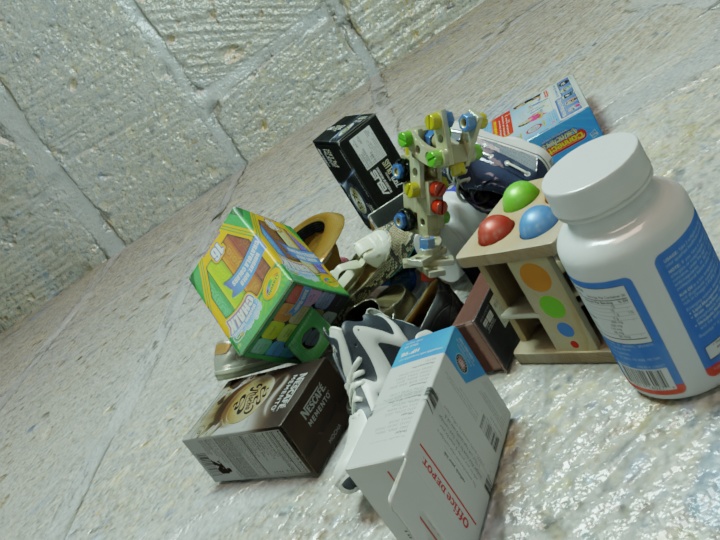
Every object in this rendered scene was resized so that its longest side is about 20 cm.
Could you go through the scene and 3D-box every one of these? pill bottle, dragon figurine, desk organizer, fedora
[{"bbox_3d":[0.166,-0.081,1.019,0.200,0.113,0.111,-44,21,-22],"label":"pill bottle"},{"bbox_3d":[0.048,0.004,1.103,0.198,0.059,0.100,-33,19,5],"label":"dragon figurine"},{"bbox_3d":[0.229,-0.005,0.609,0.111,0.202,0.113,-29,20,12],"label":"pill bottle"},{"bbox_3d":[0.151,0.028,0.862,0.076,0.072,0.201,-20,25,42],"label":"desk organizer"},{"bbox_3d":[-0.081,0.001,1.140,0.199,0.082,0.202,-33,27,19],"label":"fedora"}]

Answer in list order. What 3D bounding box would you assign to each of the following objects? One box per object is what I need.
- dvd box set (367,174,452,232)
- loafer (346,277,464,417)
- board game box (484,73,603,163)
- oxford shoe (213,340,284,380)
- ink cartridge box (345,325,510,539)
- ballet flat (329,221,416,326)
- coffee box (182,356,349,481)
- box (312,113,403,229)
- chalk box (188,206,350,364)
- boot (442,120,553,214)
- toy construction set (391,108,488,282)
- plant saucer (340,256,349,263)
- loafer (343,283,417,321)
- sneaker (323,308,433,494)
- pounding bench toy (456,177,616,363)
[{"bbox_3d":[0.083,-0.088,1.145,0.145,0.030,0.200,-32,-10,-2],"label":"dvd box set"},{"bbox_3d":[0.048,0.094,0.878,0.200,0.073,0.072,-46,23,-24],"label":"loafer"},{"bbox_3d":[0.286,-0.226,1.234,0.193,0.056,0.201,-28,21,21],"label":"board game box"},{"bbox_3d":[-0.124,0.106,1.057,0.197,0.059,0.074,-10,-5,-45],"label":"oxford shoe"},{"bbox_3d":[0.059,0.161,0.644,0.066,0.117,0.201,-20,24,35],"label":"ink cartridge box"},{"bbox_3d":[0.000,0.000,1.039,0.200,0.075,0.068,-48,48,22],"label":"ballet flat"},{"bbox_3d":[-0.113,0.187,0.922,0.198,0.081,0.114,-18,25,41],"label":"coffee box"},{"bbox_3d":[0.018,-0.171,1.337,0.086,0.202,0.163,-37,20,-9],"label":"box"},{"bbox_3d":[-0.109,0.036,0.970,0.126,0.123,0.200,-53,54,15],"label":"chalk box"},{"bbox_3d":[0.136,-0.128,0.941,0.197,0.074,0.091,16,51,34],"label":"boot"},{"bbox_3d":[0.089,-0.091,0.894,0.090,0.205,0.130,2,10,-35],"label":"toy construction set"},{"bbox_3d":[-0.087,0.059,1.217,0.198,0.051,0.201,-31,20,12],"label":"plant saucer"},{"bbox_3d":[0.022,0.064,0.981,0.075,0.068,0.201,-25,16,26],"label":"loafer"},{"bbox_3d":[-0.003,0.121,0.781,0.200,0.128,0.080,-54,-10,-26],"label":"sneaker"},{"bbox_3d":[0.216,-0.034,0.762,0.123,0.157,0.200,-9,32,51],"label":"pounding bench toy"}]
